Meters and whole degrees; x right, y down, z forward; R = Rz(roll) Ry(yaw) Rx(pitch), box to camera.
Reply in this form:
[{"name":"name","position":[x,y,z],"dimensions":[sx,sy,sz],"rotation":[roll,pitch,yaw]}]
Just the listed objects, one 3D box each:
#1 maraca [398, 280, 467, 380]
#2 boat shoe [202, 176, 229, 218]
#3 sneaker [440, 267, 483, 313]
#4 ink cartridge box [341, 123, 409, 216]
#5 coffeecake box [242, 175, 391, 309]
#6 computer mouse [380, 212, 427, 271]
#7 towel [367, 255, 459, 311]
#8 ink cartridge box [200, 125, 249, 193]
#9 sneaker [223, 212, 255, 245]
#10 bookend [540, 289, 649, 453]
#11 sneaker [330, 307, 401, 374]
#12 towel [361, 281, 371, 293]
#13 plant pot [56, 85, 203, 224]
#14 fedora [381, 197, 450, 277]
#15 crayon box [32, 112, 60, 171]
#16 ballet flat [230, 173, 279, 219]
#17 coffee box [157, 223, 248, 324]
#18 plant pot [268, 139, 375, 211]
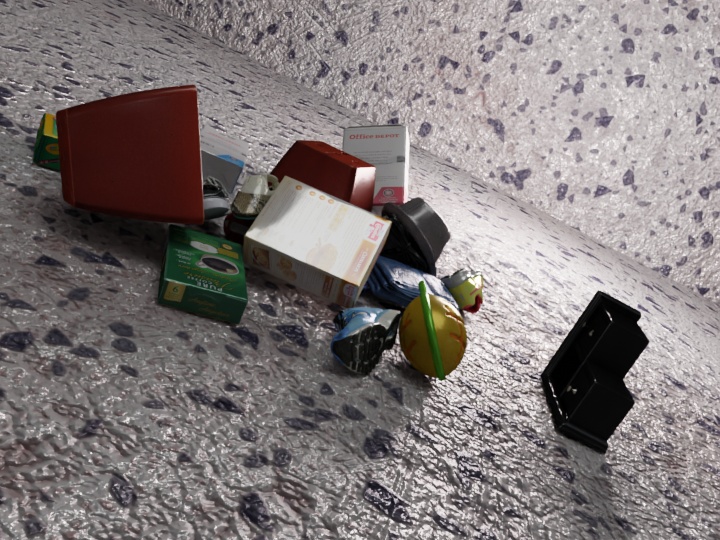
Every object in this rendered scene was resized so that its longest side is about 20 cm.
[{"name":"maraca","position":[0.114,0.095,1.174],"dimensions":[0.107,0.137,0.200],"rotation":[-9,22,4]},{"name":"boat shoe","position":[-0.260,-0.124,1.235],"dimensions":[0.073,0.068,0.199],"rotation":[-15,4,-1]},{"name":"sneaker","position":[0.223,0.049,1.527],"dimensions":[0.090,0.078,0.200],"rotation":[66,20,10]},{"name":"ink cartridge box","position":[0.032,-0.216,1.603],"dimensions":[0.145,0.200,0.085],"rotation":[-1,-22,10]},{"name":"coffeecake box","position":[-0.070,-0.048,1.198],"dimensions":[0.200,0.073,0.154],"rotation":[24,52,5]},{"name":"computer mouse","position":[0.054,-0.053,1.504],"dimensions":[0.139,0.053,0.200],"rotation":[56,-11,-14]},{"name":"towel","position":[0.096,0.028,1.386],"dimensions":[0.200,0.049,0.112],"rotation":[20,27,-35]},{"name":"ink cartridge box","position":[-0.311,-0.245,1.580],"dimensions":[0.116,0.067,0.200],"rotation":[22,20,-12]},{"name":"sneaker","position":[-0.138,-0.061,1.317],"dimensions":[0.200,0.078,0.116],"rotation":[30,21,7]},{"name":"bookend","position":[0.412,0.168,1.247],"dimensions":[0.092,0.199,0.200],"rotation":[27,20,-4]},{"name":"sneaker","position":[-0.007,0.100,1.110],"dimensions":[0.090,0.079,0.200],"rotation":[14,10,17]},{"name":"towel","position":[0.000,0.000,1.430],"dimensions":[0.145,0.024,0.200],"rotation":[35,19,28]},{"name":"plant pot","position":[-0.354,-0.173,1.094],"dimensions":[0.176,0.200,0.200],"rotation":[-6,12,-27]},{"name":"fedora","position":[0.126,-0.077,1.511],"dimensions":[0.177,0.090,0.200],"rotation":[43,-16,45]},{"name":"crayon box","position":[-0.467,-0.205,1.291],"dimensions":[0.200,0.058,0.119],"rotation":[16,22,-28]},{"name":"ballet flat","position":[-0.175,-0.133,1.275],"dimensions":[0.068,0.075,0.200],"rotation":[10,9,11]},{"name":"coffee box","position":[-0.235,0.001,1.079],"dimensions":[0.123,0.044,0.200],"rotation":[17,21,-21]},{"name":"plant pot","position":[-0.078,-0.154,1.450],"dimensions":[0.200,0.177,0.200],"rotation":[26,16,13]}]
